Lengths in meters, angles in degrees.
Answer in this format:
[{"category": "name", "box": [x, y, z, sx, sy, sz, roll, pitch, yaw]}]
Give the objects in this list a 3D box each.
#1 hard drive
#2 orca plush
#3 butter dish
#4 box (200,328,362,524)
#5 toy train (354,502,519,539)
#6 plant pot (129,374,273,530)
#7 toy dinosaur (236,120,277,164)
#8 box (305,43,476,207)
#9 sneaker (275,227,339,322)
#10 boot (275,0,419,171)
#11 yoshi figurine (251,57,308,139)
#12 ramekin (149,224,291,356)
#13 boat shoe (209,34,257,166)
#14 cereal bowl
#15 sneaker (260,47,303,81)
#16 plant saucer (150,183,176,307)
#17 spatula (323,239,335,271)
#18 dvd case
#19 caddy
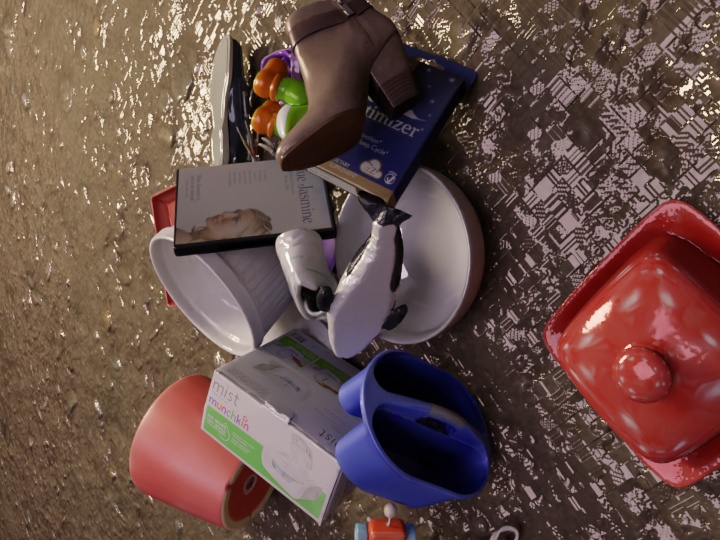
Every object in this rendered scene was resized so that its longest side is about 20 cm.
[{"category": "hard drive", "box": [-0.110, 0.096, 0.906, 0.199, 0.025, 0.134, 42, 120, 29]}, {"category": "orca plush", "box": [0.000, 0.000, 0.664, 0.072, 0.101, 0.205, -100, 9, -53]}, {"category": "butter dish", "box": [0.257, 0.074, 0.512, 0.201, 0.146, 0.202, 51, 124, 24]}, {"category": "box", "box": [-0.068, 0.182, 0.760, 0.197, 0.175, 0.099, 29, 115, 20]}, {"category": "toy train", "box": [0.084, 0.340, 0.668, 0.056, 0.193, 0.155, -101, 20, -65]}, {"category": "plant pot", "box": [-0.230, 0.293, 0.936, 0.174, 0.199, 0.207, 21, 108, 27]}, {"category": "toy dinosaur", "box": [-0.115, -0.128, 0.861, 0.177, 0.106, 0.204, -19, 114, 20]}, {"category": "box", "box": [0.034, -0.174, 0.663, 0.119, 0.033, 0.203, 27, 74, 21]}, {"category": "sneaker", "box": [-0.054, 0.033, 0.749, 0.068, 0.201, 0.082, -17, 59, 8]}, {"category": "boot", "box": [-0.036, -0.204, 0.621, 0.148, 0.197, 0.070, 55, 155, 11]}, {"category": "yoshi figurine", "box": [-0.031, -0.189, 0.744, 0.196, 0.112, 0.115, 25, 90, 10]}, {"category": "ramekin", "box": [-0.182, 0.006, 0.816, 0.197, 0.105, 0.203, 30, 144, 24]}, {"category": "boat shoe", "box": [-0.190, -0.250, 0.910, 0.074, 0.060, 0.207, -12, 79, 56]}, {"category": "cereal bowl", "box": [0.065, -0.022, 0.706, 0.196, 0.082, 0.207, 6, 99, 40]}, {"category": "sneaker", "box": [-0.057, -0.258, 0.782, 0.196, 0.087, 0.083, 10, 100, 38]}, {"category": "plant saucer", "box": [-0.283, -0.051, 1.031, 0.196, 0.036, 0.207, -12, 87, 40]}, {"category": "spatula", "box": [-0.092, -0.071, 0.875, 0.199, 0.020, 0.058, 41, 121, 30]}, {"category": "dvd case", "box": [-0.134, -0.086, 0.751, 0.018, 0.193, 0.145, 93, 168, -49]}, {"category": "caddy", "box": [0.064, 0.174, 0.661, 0.104, 0.197, 0.145, -35, 39, 39]}]
